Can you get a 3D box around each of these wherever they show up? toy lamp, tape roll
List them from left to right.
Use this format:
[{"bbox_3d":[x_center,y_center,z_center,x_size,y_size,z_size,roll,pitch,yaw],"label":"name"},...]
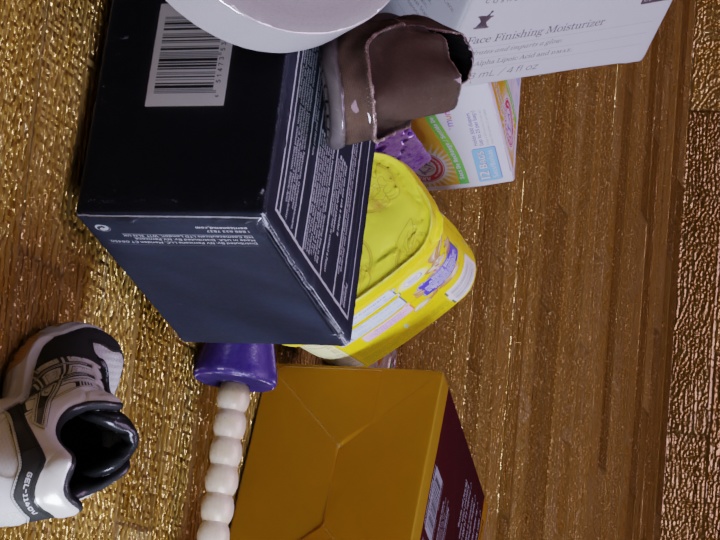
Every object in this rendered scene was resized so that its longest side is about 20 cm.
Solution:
[{"bbox_3d":[-0.090,0.123,1.554,0.058,0.058,0.201,50,46,-67],"label":"toy lamp"},{"bbox_3d":[-0.055,-0.223,1.353,0.202,0.037,0.203,12,69,-34],"label":"tape roll"}]

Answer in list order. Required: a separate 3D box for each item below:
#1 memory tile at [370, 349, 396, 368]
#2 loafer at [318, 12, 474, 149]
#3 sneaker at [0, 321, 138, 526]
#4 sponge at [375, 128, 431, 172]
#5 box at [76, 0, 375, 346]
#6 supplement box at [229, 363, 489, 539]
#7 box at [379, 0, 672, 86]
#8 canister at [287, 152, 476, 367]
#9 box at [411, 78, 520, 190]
[{"bbox_3d":[0.015,0.044,1.920,0.153,0.017,0.201,50,50,-74],"label":"memory tile"},{"bbox_3d":[0.025,-0.123,1.453,0.200,0.071,0.073,-51,138,-67],"label":"loafer"},{"bbox_3d":[-0.152,0.086,1.272,0.200,0.087,0.076,-56,143,-64],"label":"sneaker"},{"bbox_3d":[-0.023,-0.087,1.667,0.030,0.111,0.200,51,0,24],"label":"sponge"},{"bbox_3d":[-0.074,-0.080,1.456,0.198,0.123,0.201,57,37,-62],"label":"box"},{"bbox_3d":[0.000,0.203,1.733,0.200,0.132,0.198,70,27,-53],"label":"supplement box"},{"bbox_3d":[0.103,-0.251,1.738,0.200,0.198,0.131,59,-35,31],"label":"box"},{"bbox_3d":[0.000,0.000,1.695,0.087,0.148,0.200,55,5,15],"label":"canister"},{"bbox_3d":[0.064,-0.167,1.839,0.200,0.101,0.113,-83,161,-45],"label":"box"}]
